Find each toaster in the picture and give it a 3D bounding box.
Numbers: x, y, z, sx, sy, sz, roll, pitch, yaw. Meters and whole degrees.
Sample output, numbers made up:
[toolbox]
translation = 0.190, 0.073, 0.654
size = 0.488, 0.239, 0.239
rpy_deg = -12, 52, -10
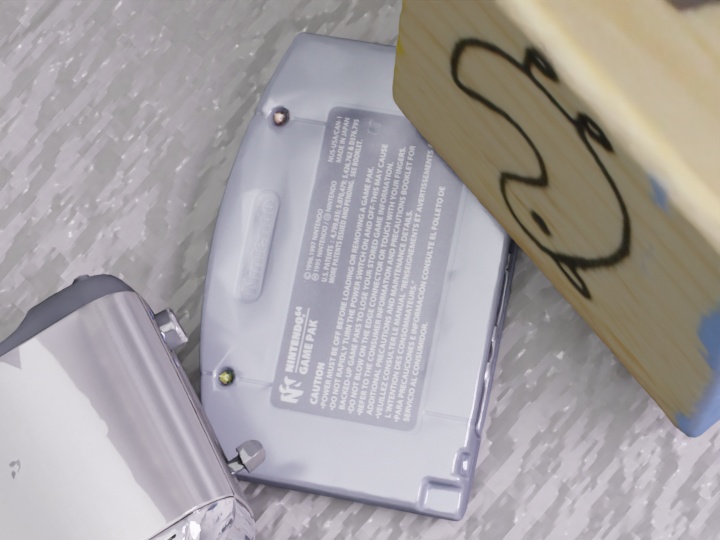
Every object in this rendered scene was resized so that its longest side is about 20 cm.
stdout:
[toaster]
translation = -0.139, 0.105, 1.110
size = 0.200, 0.114, 0.129
rpy_deg = -33, 74, -4

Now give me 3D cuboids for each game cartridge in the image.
[game cartridge]
translation = 0.000, 0.000, 1.173
size = 0.132, 0.041, 0.201
rpy_deg = 11, 82, 9

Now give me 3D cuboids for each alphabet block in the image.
[alphabet block]
translation = 0.149, -0.088, 1.062
size = 0.196, 0.195, 0.200
rpy_deg = -37, 75, -16
